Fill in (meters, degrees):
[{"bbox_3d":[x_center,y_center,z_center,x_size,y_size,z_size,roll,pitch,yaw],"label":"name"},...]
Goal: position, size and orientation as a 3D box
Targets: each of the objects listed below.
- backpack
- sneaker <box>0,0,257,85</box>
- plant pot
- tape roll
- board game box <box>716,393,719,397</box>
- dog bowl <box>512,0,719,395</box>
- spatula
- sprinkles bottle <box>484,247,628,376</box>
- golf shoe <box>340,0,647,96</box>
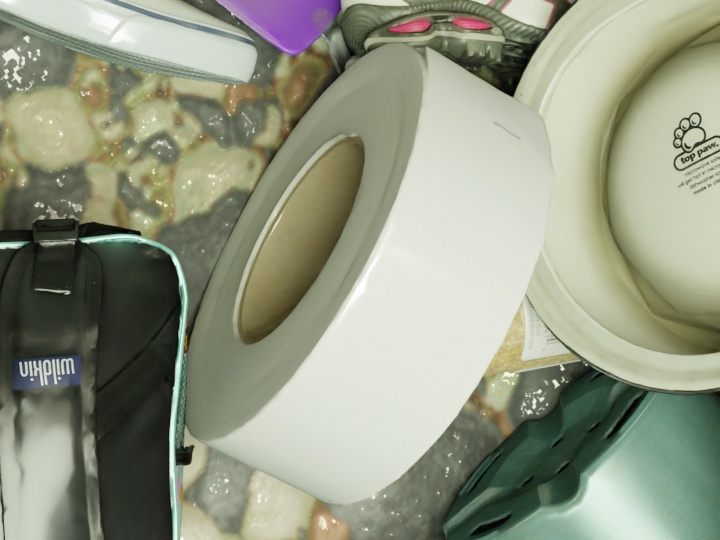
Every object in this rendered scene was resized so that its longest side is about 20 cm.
[{"bbox_3d":[-0.164,0.090,0.796,0.176,0.153,0.200,-1,78,-21],"label":"backpack"},{"bbox_3d":[-0.134,-0.142,0.848,0.200,0.073,0.071,19,87,-20],"label":"sneaker"},{"bbox_3d":[0.157,0.155,0.913,0.200,0.200,0.196,-43,98,-15],"label":"plant pot"},{"bbox_3d":[0.000,0.000,0.835,0.071,0.202,0.202,29,81,-19],"label":"tape roll"},{"bbox_3d":[0.319,0.050,0.983,0.200,0.159,0.097,-31,101,-19],"label":"board game box"},{"bbox_3d":[0.164,-0.043,0.852,0.074,0.200,0.200,3,90,-50],"label":"dog bowl"},{"bbox_3d":[0.004,-0.091,0.930,0.200,0.021,0.057,47,61,-18],"label":"spatula"},{"bbox_3d":[0.115,0.012,0.951,0.200,0.068,0.068,-9,94,-21],"label":"sprinkles bottle"},{"bbox_3d":[0.081,-0.130,0.932,0.200,0.077,0.088,1,68,-32],"label":"golf shoe"}]
